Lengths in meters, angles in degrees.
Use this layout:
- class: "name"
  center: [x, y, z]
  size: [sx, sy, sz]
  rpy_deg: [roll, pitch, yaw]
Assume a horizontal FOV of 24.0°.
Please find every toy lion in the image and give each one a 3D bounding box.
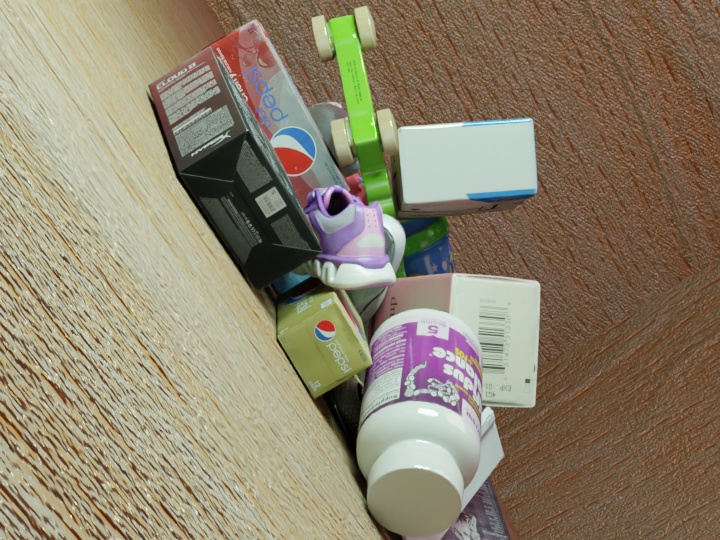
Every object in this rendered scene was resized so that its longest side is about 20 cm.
- class: "toy lion"
  center: [0.005, -0.151, 1.810]
  size: [0.192, 0.068, 0.202]
  rpy_deg: [72, 6, -66]

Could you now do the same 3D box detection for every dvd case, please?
- class: "dvd case"
  center: [0.084, 0.218, 1.648]
  size: [0.148, 0.016, 0.202]
  rpy_deg: [21, 40, -43]

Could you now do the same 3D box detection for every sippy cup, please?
- class: "sippy cup"
  center: [0.059, 0.018, 1.975]
  size: [0.177, 0.139, 0.132]
  rpy_deg: [-33, 104, -45]

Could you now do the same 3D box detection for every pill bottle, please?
- class: "pill bottle"
  center: [0.054, 0.136, 1.511]
  size: [0.113, 0.111, 0.201]
  rpy_deg: [58, 23, -31]

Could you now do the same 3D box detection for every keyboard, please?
- class: "keyboard"
  center: [0.086, 0.200, 1.578]
  size: [0.200, 0.011, 0.057]
  rpy_deg: [-43, 128, -50]

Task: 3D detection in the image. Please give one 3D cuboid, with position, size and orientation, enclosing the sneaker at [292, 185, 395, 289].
- class: "sneaker"
  center: [-0.036, -0.038, 1.608]
  size: [0.199, 0.080, 0.090]
  rpy_deg: [13, -74, 53]

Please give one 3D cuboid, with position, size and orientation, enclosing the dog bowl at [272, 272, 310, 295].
- class: "dog bowl"
  center: [-0.099, -0.056, 1.748]
  size: [0.201, 0.049, 0.112]
  rpy_deg: [60, 2, -10]

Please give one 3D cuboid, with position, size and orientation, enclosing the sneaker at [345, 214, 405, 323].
- class: "sneaker"
  center: [0.000, 0.000, 1.711]
  size: [0.073, 0.071, 0.200]
  rpy_deg: [45, -40, 7]

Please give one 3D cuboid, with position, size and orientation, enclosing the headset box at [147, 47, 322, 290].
- class: "headset box"
  center: [-0.118, -0.100, 1.558]
  size: [0.149, 0.074, 0.201]
  rpy_deg: [59, 3, -35]

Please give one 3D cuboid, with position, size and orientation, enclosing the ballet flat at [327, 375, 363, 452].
- class: "ballet flat"
  center: [0.014, 0.157, 1.595]
  size: [0.201, 0.046, 0.068]
  rpy_deg: [62, 3, 39]

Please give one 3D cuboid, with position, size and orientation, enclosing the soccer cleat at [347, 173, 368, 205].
- class: "soccer cleat"
  center: [0.009, -0.066, 1.990]
  size: [0.076, 0.067, 0.200]
  rpy_deg: [39, 2, -26]

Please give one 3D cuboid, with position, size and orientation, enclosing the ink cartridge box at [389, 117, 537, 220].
- class: "ink cartridge box"
  center: [0.109, -0.108, 1.847]
  size: [0.200, 0.144, 0.086]
  rpy_deg: [102, -17, -86]

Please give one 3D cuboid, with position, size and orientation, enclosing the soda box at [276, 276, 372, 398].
- class: "soda box"
  center: [-0.036, 0.054, 1.590]
  size: [0.068, 0.064, 0.200]
  rpy_deg: [59, 3, -10]

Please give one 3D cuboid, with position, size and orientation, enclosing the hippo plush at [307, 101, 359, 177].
- class: "hippo plush"
  center: [-0.053, -0.103, 1.935]
  size: [0.160, 0.160, 0.200]
  rpy_deg: [60, 3, 16]

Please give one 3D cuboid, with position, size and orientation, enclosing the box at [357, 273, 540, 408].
- class: "box"
  center: [0.085, 0.073, 1.738]
  size: [0.199, 0.108, 0.130]
  rpy_deg: [-6, -100, 61]

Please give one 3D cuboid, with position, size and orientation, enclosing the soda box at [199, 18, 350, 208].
- class: "soda box"
  center: [-0.087, -0.154, 1.740]
  size: [0.201, 0.069, 0.063]
  rpy_deg: [61, 3, -6]
